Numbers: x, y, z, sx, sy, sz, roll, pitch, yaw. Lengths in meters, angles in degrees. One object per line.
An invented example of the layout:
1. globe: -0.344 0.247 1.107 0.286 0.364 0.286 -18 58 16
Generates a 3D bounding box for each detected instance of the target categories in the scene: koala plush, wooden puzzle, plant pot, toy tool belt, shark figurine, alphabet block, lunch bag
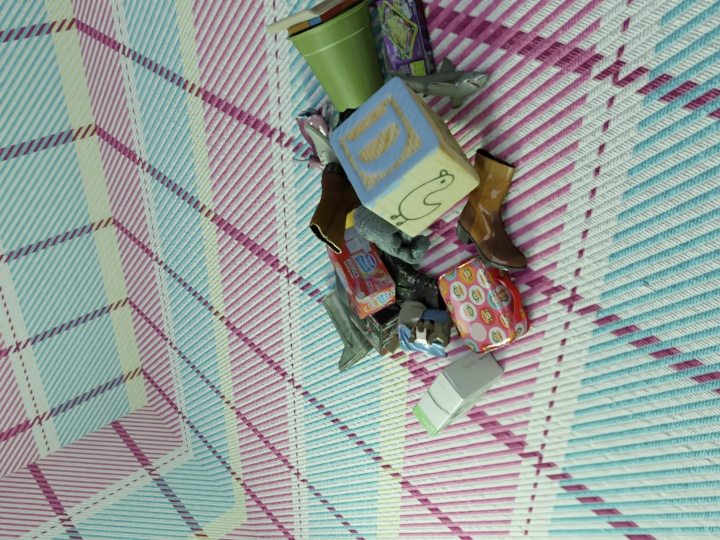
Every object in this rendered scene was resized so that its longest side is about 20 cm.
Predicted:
1. koala plush: 0.091 -0.148 1.664 0.177 0.183 0.202 40 103 28
2. wooden puzzle: -0.082 -0.555 1.609 0.183 0.199 0.038 4 123 53
3. plant pot: -0.033 -0.460 1.639 0.198 0.199 0.192 4 127 53
4. toy tool belt: 0.162 0.155 1.731 0.197 0.124 0.126 6 140 31
5. shark figurine: 0.143 -0.391 1.488 0.128 0.210 0.091 88 -167 -77
6. alphabet block: 0.088 -0.220 1.488 0.194 0.199 0.199 -37 59 20
7. lunch bag: 0.270 0.066 1.602 0.175 0.081 0.203 -28 86 51

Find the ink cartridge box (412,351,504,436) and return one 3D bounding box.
1. ink cartridge box: 0.224 0.281 1.747 0.084 0.144 0.201 51 145 19

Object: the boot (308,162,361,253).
1. boot: -0.030 -0.128 1.755 0.068 0.203 0.188 -19 135 33

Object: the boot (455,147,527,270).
1. boot: 0.285 -0.121 1.511 0.188 0.067 0.203 45 135 40

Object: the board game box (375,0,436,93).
1. board game box: 0.098 -0.470 1.564 0.119 0.032 0.204 4 112 49

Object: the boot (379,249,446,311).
1. boot: 0.136 0.013 1.787 0.173 0.069 0.203 21 134 45

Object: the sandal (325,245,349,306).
1. sandal: -0.040 -0.004 2.045 0.076 0.042 0.204 -19 85 50

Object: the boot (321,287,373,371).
1. boot: -0.056 0.169 2.141 0.201 0.072 0.182 53 131 8

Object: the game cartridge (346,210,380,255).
1. game cartridge: -0.010 -0.104 1.946 0.176 0.032 0.203 -30 87 57

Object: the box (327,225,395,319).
1. box: 0.000 0.000 1.828 0.096 0.098 0.202 85 159 -58

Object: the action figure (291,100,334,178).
1. action figure: -0.093 -0.311 1.895 0.147 0.134 0.203 -17 100 25

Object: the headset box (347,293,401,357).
1. headset box: 0.039 0.118 1.931 0.149 0.074 0.201 49 162 25

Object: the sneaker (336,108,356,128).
1. sneaker: 0.000 -0.283 1.792 0.203 0.075 0.091 67 157 11

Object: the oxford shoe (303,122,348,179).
1. oxford shoe: -0.074 -0.275 1.814 0.200 0.058 0.075 46 -172 -33
